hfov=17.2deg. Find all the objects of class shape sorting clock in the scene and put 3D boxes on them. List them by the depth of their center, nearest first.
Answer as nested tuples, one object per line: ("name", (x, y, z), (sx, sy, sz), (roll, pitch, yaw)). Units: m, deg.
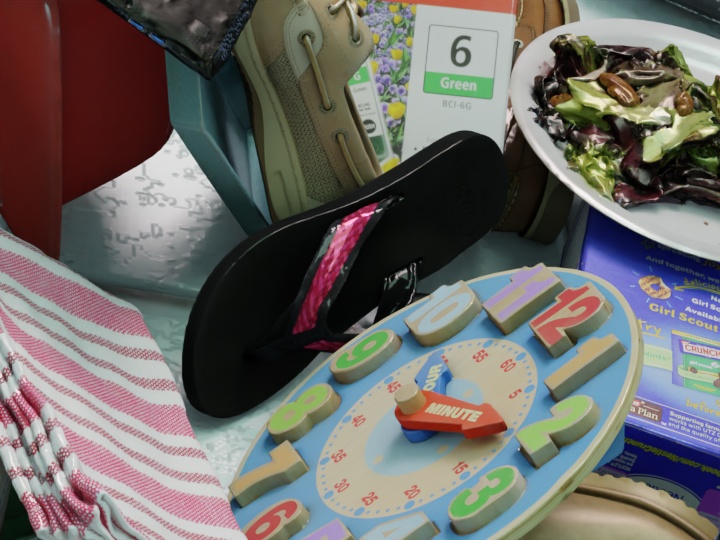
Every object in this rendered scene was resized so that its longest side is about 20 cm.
("shape sorting clock", (0.027, 0.065, 0.996), (0.200, 0.039, 0.200), (-23, 27, 13))

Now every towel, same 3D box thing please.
("towel", (-0.102, 0.053, 0.947), (0.146, 0.030, 0.200), (38, 17, -49))

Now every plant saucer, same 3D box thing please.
("plant saucer", (-0.064, -0.068, 1.108), (0.019, 0.200, 0.070), (-8, 75, 5))

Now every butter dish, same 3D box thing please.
("butter dish", (-0.132, -0.135, 1.118), (0.148, 0.200, 0.200), (-19, 53, -22))

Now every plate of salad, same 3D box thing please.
("plate of salad", (0.174, -0.075, 1.208), (0.200, 0.048, 0.200), (12, 40, -10))

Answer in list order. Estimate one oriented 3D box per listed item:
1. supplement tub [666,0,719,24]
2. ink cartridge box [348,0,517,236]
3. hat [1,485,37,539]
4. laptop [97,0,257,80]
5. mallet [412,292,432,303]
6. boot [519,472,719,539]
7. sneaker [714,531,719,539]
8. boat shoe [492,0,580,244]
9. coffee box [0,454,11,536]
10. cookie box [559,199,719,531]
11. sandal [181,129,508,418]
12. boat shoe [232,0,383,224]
("supplement tub", (0.239, -0.198, 1.446), (0.200, 0.107, 0.107), (24, 40, 2))
("ink cartridge box", (0.023, -0.123, 1.199), (0.109, 0.050, 0.200), (6, 85, 0))
("hat", (-0.175, -0.010, 0.991), (0.200, 0.176, 0.166), (30, 40, 9))
("laptop", (-0.135, -0.171, 1.010), (0.200, 0.103, 0.177), (35, 47, -14))
("mallet", (0.054, 0.051, 1.074), (0.066, 0.041, 0.200), (12, 12, -7))
("boot", (0.050, 0.157, 0.999), (0.175, 0.066, 0.200), (20, 37, 17))
("sneaker", (0.204, 0.070, 1.032), (0.071, 0.083, 0.200), (25, 47, 3))
("boat shoe", (0.077, -0.102, 1.291), (0.068, 0.072, 0.200), (14, 40, -11))
("coffee box", (-0.187, 0.153, 0.854), (0.080, 0.114, 0.200), (15, 39, -5))
("cookie box", (0.176, 0.049, 1.163), (0.171, 0.075, 0.200), (20, 40, -2))
("sandal", (0.000, 0.000, 1.103), (0.200, 0.075, 0.045), (-35, 38, -23))
("boat shoe", (-0.027, -0.110, 1.106), (0.064, 0.200, 0.071), (-9, 34, 2))
